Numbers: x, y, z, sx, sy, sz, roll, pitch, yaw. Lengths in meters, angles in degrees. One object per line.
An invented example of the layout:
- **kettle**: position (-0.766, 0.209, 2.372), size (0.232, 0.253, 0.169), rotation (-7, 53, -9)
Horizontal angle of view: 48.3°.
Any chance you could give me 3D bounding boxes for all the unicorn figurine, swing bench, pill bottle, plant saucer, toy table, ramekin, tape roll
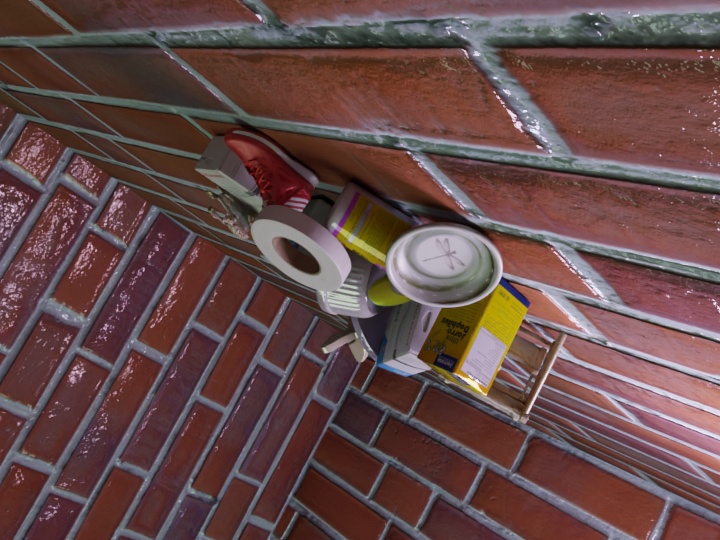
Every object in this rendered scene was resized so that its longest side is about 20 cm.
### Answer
- **unicorn figurine**: position (-0.267, -0.133, 1.744), size (0.073, 0.202, 0.137), rotation (-31, 126, 29)
- **swing bench**: position (0.291, 0.185, 1.667), size (0.196, 0.202, 0.130), rotation (27, 171, 12)
- **pill bottle**: position (0.039, -0.064, 1.429), size (0.198, 0.106, 0.104), rotation (31, 171, -7)
- **plant saucer**: position (0.140, -0.020, 1.352), size (0.196, 0.051, 0.202), rotation (5, 137, 4)
- **toy table**: position (0.000, 0.127, 1.834), size (0.116, 0.183, 0.204), rotation (-12, 102, 40)
- **ramekin**: position (0.000, 0.000, 1.623), size (0.103, 0.204, 0.200), rotation (15, 166, 22)
- **tape roll**: position (-0.108, -0.038, 1.465), size (0.200, 0.037, 0.204), rotation (26, 154, 13)

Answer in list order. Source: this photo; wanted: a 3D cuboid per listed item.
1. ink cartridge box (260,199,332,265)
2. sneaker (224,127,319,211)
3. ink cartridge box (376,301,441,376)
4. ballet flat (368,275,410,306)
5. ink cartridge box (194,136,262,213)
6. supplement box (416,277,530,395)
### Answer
- **ink cartridge box**: position (-0.123, -0.069, 1.723), size (0.083, 0.147, 0.199), rotation (32, 171, -22)
- **sneaker**: position (-0.176, -0.168, 1.474), size (0.198, 0.117, 0.078), rotation (29, 161, -18)
- **ink cartridge box**: position (0.119, 0.134, 1.710), size (0.082, 0.148, 0.200), rotation (22, 160, -13)
- **ballet flat**: position (0.109, 0.020, 1.558), size (0.196, 0.068, 0.067), rotation (-8, 152, -24)
- **ink cartridge box**: position (-0.219, -0.186, 1.638), size (0.199, 0.085, 0.145), rotation (34, 169, -31)
- **supplement box**: position (0.215, 0.113, 1.523), size (0.108, 0.202, 0.109), rotation (36, 168, -36)
